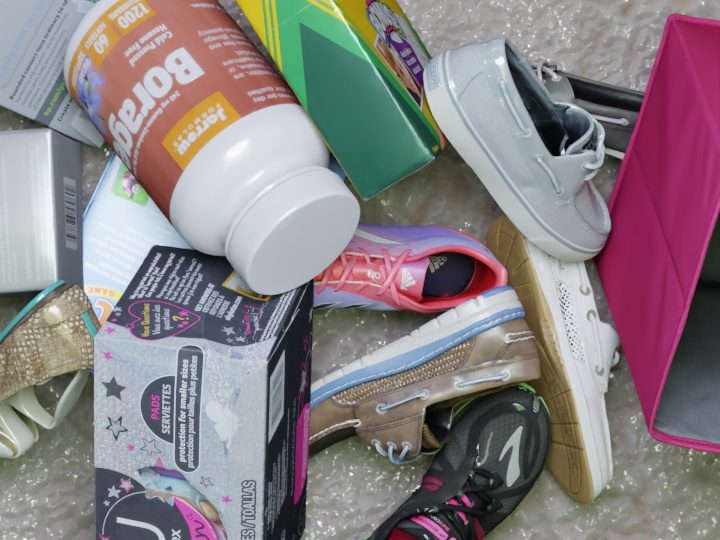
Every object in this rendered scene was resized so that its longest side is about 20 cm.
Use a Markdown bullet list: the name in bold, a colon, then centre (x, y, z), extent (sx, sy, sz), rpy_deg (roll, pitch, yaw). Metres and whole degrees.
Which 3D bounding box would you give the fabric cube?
- **fabric cube**: centre (0.276, -0.018, 1.464), extent (0.194, 0.200, 0.201), rpy_deg (7, 122, -11)

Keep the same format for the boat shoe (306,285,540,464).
- **boat shoe**: centre (0.027, 0.086, 1.506), extent (0.199, 0.072, 0.073), rpy_deg (-31, 77, 24)

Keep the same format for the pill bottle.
- **pill bottle**: centre (-0.090, -0.084, 1.431), extent (0.112, 0.112, 0.200), rpy_deg (-38, 63, -5)

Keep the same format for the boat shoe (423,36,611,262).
- **boat shoe**: centre (0.118, -0.076, 1.471), extent (0.071, 0.070, 0.201), rpy_deg (-21, 136, 27)

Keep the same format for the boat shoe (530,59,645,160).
- **boat shoe**: centre (0.154, -0.112, 1.545), extent (0.199, 0.067, 0.057), rpy_deg (17, 114, -18)

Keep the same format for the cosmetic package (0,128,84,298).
- **cosmetic package**: centre (-0.283, -0.031, 1.481), extent (0.198, 0.090, 0.108), rpy_deg (-2, 88, 6)

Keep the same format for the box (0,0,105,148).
- **box**: centre (-0.205, -0.181, 1.456), extent (0.199, 0.041, 0.157), rpy_deg (23, 99, -49)

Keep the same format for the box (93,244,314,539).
- **box**: centre (-0.100, 0.107, 1.449), extent (0.114, 0.132, 0.202), rpy_deg (7, 117, 10)

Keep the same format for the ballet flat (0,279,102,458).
- **ballet flat**: centre (-0.223, 0.082, 1.463), extent (0.065, 0.200, 0.070), rpy_deg (51, 43, 3)

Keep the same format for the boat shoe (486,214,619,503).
- **boat shoe**: centre (0.145, 0.054, 1.555), extent (0.069, 0.071, 0.202), rpy_deg (-16, 97, -27)

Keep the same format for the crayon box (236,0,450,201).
- **crayon box**: centre (-0.006, -0.144, 1.468), extent (0.058, 0.200, 0.173), rpy_deg (-31, 94, 13)

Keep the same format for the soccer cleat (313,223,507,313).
- **soccer cleat**: centre (0.000, 0.000, 1.508), extent (0.198, 0.076, 0.067), rpy_deg (0, 99, -26)

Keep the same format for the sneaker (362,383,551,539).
- **sneaker**: centre (0.061, 0.163, 1.529), extent (0.077, 0.084, 0.201), rpy_deg (36, 94, -8)

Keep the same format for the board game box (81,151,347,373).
- **board game box**: centre (-0.115, -0.012, 1.540), extent (0.150, 0.037, 0.201), rpy_deg (26, 86, -6)
